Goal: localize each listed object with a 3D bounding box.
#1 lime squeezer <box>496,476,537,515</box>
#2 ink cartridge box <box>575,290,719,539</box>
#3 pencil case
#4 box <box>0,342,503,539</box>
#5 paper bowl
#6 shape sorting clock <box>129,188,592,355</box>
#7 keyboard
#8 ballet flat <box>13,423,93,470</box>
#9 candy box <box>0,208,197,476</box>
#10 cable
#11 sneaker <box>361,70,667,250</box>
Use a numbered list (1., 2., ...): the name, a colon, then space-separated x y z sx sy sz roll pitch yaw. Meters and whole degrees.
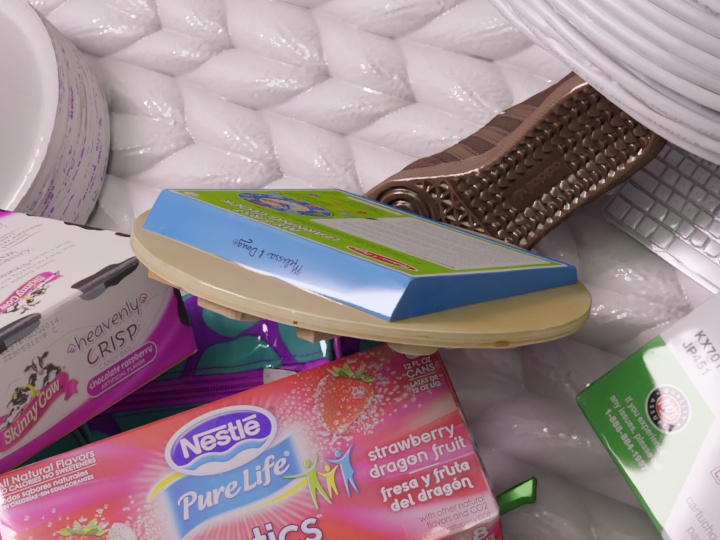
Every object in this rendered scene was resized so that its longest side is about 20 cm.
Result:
1. lime squeezer: -0.019 0.129 0.828 0.199 0.038 0.071 2 92 11
2. ink cartridge box: 0.216 0.059 0.734 0.200 0.083 0.147 -38 57 11
3. pencil case: -0.078 0.051 0.870 0.199 0.092 0.085 -10 98 20
4. box: -0.044 0.115 0.750 0.199 0.100 0.096 -19 60 -3
5. paper bowl: -0.251 -0.074 0.992 0.200 0.104 0.201 -8 66 19
6. shape sorting clock: 0.000 0.000 0.757 0.200 0.200 0.039 18 103 28
7. keyboard: 0.202 0.003 0.818 0.200 0.011 0.056 38 86 31
8. ballet flat: -0.215 0.121 0.806 0.200 0.070 0.068 -28 98 -16
9. candy box: -0.193 0.027 0.820 0.200 0.061 0.136 11 33 44
10. cable: 0.154 -0.117 0.786 0.200 0.200 0.069 52 125 39
11. sneaker: 0.074 -0.042 0.867 0.200 0.076 0.071 -27 97 30
